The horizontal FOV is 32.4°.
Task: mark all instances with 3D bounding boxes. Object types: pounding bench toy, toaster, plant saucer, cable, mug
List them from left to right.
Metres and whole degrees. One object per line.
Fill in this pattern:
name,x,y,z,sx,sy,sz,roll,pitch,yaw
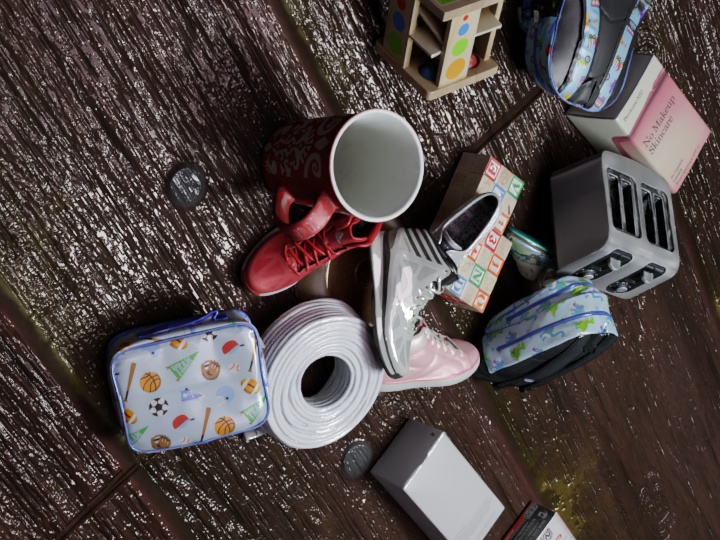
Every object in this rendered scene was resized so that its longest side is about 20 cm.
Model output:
cable,-0.061,0.139,1.652,0.199,0.069,0.202,-5,113,-33
mug,-0.049,-0.127,1.533,0.177,0.200,0.134,-21,107,-28
plant saucer,0.000,0.000,1.711,0.199,0.037,0.202,-9,105,-35
pounding bench toy,0.086,-0.348,1.649,0.124,0.200,0.157,-25,146,-28
toaster,0.383,-0.074,1.891,0.180,0.118,0.202,19,60,-38

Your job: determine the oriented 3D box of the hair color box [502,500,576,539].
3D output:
hair color box,0.316,0.484,2.050,0.102,0.061,0.200,-47,125,-19

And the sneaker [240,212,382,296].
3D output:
sneaker,-0.059,-0.037,1.586,0.199,0.115,0.079,-36,98,-16

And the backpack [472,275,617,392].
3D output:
backpack,0.285,0.095,1.851,0.162,0.199,0.155,10,72,-37

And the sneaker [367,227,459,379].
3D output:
sneaker,0.075,0.041,1.639,0.076,0.114,0.202,-14,99,-77

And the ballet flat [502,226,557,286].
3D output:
ballet flat,0.284,-0.010,1.910,0.199,0.074,0.075,18,90,-35

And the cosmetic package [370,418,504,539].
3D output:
cosmetic package,0.117,0.327,1.845,0.108,0.085,0.200,-49,124,-18

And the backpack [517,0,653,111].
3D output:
backpack,0.315,-0.339,1.810,0.182,0.134,0.202,12,93,-39

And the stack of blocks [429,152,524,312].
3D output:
stack of blocks,0.164,-0.055,1.803,0.115,0.058,0.201,32,78,-42

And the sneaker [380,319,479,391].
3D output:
sneaker,0.097,0.107,1.773,0.199,0.075,0.105,-7,122,-32

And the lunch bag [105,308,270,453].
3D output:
lunch bag,-0.208,0.130,1.526,0.198,0.076,0.162,-13,107,-13

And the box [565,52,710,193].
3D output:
box,0.438,-0.232,1.946,0.200,0.109,0.128,40,76,-37

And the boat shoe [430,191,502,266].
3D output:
boat shoe,0.120,-0.033,1.701,0.200,0.069,0.072,-38,82,-7
